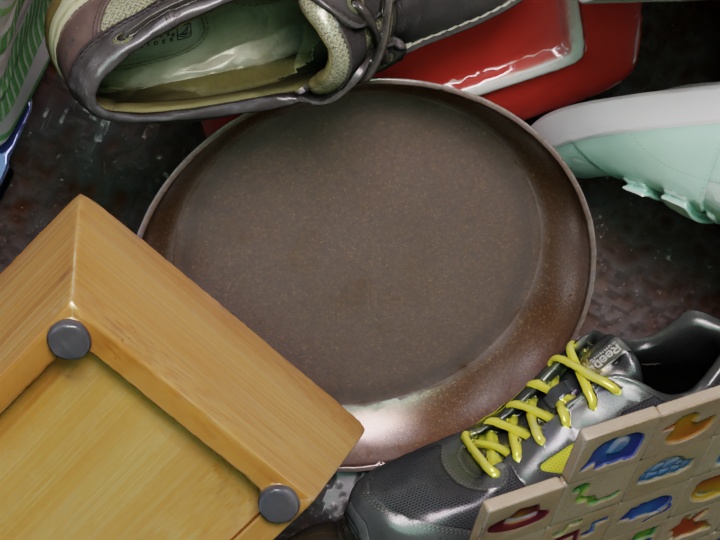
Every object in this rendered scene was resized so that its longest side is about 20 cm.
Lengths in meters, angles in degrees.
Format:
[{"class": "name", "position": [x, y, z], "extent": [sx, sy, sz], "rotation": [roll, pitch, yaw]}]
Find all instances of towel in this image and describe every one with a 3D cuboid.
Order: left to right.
[{"class": "towel", "position": [-0.110, -0.142, 0.777], "extent": [0.023, 0.200, 0.153], "rotation": [27, 69, -7]}]

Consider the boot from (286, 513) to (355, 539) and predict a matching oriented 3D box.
[{"class": "boot", "position": [-0.003, 0.207, 0.845], "extent": [0.096, 0.075, 0.201], "rotation": [-18, 68, 4]}]

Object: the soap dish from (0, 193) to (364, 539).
[{"class": "soap dish", "position": [-0.121, 0.091, 0.798], "extent": [0.157, 0.081, 0.200], "rotation": [41, 106, -19]}]

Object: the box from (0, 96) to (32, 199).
[{"class": "box", "position": [-0.234, -0.009, 0.859], "extent": [0.121, 0.032, 0.201], "rotation": [24, 86, -4]}]

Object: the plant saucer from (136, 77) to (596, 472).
[{"class": "plant saucer", "position": [0.000, 0.000, 0.837], "extent": [0.199, 0.032, 0.201], "rotation": [-4, 124, -6]}]

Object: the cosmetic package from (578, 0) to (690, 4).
[{"class": "cosmetic package", "position": [0.178, -0.161, 0.753], "extent": [0.199, 0.071, 0.106], "rotation": [-7, 89, -25]}]

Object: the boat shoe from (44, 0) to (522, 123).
[{"class": "boat shoe", "position": [-0.017, -0.093, 0.741], "extent": [0.199, 0.066, 0.072], "rotation": [-14, 132, -9]}]

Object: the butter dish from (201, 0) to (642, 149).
[{"class": "butter dish", "position": [0.004, -0.159, 0.840], "extent": [0.199, 0.148, 0.200], "rotation": [-18, 133, -5]}]

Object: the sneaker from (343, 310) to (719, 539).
[{"class": "sneaker", "position": [0.082, 0.067, 0.841], "extent": [0.199, 0.074, 0.085], "rotation": [-16, 128, -24]}]

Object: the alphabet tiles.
[{"class": "alphabet tiles", "position": [0.130, 0.092, 0.810], "extent": [0.199, 0.168, 0.008], "rotation": [-15, 59, -19]}]

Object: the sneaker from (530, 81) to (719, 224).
[{"class": "sneaker", "position": [0.151, -0.020, 0.828], "extent": [0.073, 0.200, 0.119], "rotation": [-14, 99, -40]}]
